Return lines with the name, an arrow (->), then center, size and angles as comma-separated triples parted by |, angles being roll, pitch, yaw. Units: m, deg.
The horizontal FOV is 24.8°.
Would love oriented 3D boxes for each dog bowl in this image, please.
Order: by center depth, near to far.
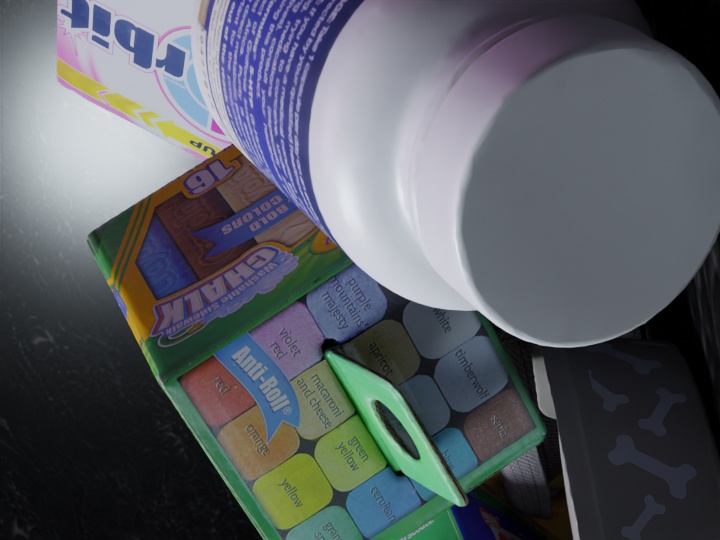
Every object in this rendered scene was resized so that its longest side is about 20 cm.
dog bowl -> 0.113, 0.119, 0.656 | 0.200, 0.058, 0.202 | -10, -90, -87

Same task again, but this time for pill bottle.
pill bottle -> 0.028, -0.056, 0.532 | 0.200, 0.119, 0.121 | -135, 29, -58

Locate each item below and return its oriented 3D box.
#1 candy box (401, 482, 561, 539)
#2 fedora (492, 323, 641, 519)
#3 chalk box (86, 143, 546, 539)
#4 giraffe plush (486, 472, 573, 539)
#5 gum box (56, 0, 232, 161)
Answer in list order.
candy box -> 0.079, 0.206, 0.792 | 0.169, 0.077, 0.201 | 39, -160, -48
fedora -> 0.089, 0.019, 0.824 | 0.177, 0.090, 0.201 | 67, -175, -68
chalk box -> -0.015, 0.035, 0.671 | 0.125, 0.123, 0.200 | 61, 175, -28
giraffe plush -> 0.056, 0.162, 0.986 | 0.162, 0.198, 0.174 | -36, -60, -70
gum box -> -0.068, -0.116, 0.853 | 0.066, 0.199, 0.114 | -56, -10, -37
